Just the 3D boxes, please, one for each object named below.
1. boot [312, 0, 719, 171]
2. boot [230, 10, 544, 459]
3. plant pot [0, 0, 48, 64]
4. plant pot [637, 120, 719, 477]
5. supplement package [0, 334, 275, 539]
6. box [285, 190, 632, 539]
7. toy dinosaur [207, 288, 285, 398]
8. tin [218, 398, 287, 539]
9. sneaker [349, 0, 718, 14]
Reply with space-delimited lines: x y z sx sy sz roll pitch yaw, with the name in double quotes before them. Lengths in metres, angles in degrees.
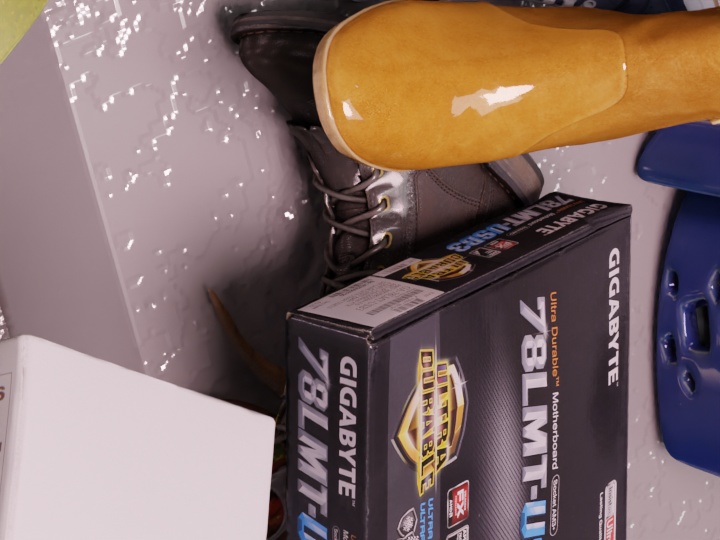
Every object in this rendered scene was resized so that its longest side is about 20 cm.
"boot" 0.087 -0.084 1.111 0.201 0.144 0.071 -8 92 -55
"boot" 0.000 0.000 1.171 0.200 0.069 0.174 35 65 -36
"plant pot" -0.205 -0.137 0.933 0.200 0.187 0.187 42 80 -18
"plant pot" 0.256 -0.006 1.291 0.200 0.200 0.180 -21 107 -25
"supplement package" -0.115 0.138 0.930 0.117 0.117 0.200 22 64 -41
"box" 0.045 0.086 1.158 0.198 0.050 0.200 -22 119 -48
"toy dinosaur" 0.014 0.065 1.250 0.200 0.060 0.106 0 80 -28
"tin" -0.098 0.137 1.196 0.200 0.042 0.112 -36 124 -15
"sneaker" 0.064 -0.135 1.200 0.200 0.070 0.109 39 77 -27
